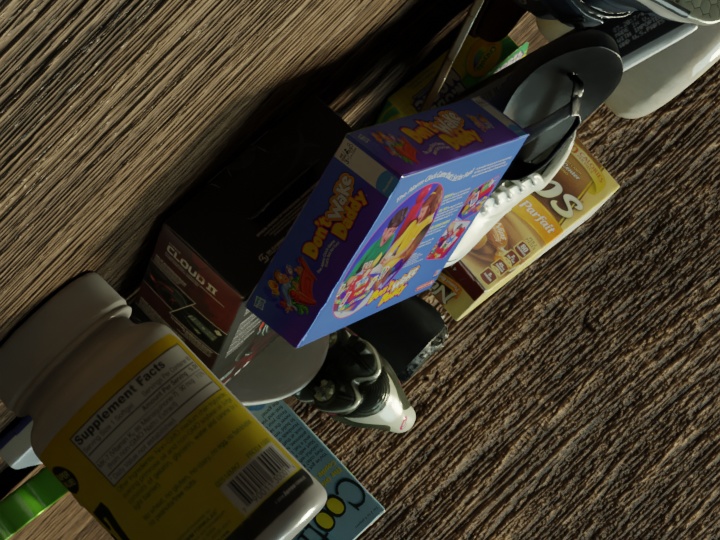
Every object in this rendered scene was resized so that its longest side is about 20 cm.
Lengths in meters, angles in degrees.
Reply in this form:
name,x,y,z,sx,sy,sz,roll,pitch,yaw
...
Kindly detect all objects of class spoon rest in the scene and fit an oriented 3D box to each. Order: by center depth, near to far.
name,x,y,z,sx,sy,sz,roll,pitch,yaw
spoon rest,-0.112,0.068,1.644,0.200,0.100,0.061,-31,180,-13

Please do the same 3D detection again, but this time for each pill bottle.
name,x,y,z,sx,sy,sz,roll,pitch,yaw
pill bottle,-0.126,0.104,1.419,0.114,0.200,0.114,-44,175,-5

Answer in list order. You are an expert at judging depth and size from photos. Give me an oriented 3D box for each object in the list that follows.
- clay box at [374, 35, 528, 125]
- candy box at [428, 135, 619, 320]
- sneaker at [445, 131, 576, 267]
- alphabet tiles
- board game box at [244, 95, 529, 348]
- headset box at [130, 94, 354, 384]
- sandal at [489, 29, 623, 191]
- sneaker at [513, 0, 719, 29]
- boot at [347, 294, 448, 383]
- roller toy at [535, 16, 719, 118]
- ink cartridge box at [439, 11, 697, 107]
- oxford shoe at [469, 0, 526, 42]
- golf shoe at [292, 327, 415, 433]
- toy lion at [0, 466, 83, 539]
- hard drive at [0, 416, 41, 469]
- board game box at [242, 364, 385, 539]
name,x,y,z,sx,sy,sz,roll,pitch,yaw
clay box,0.062,-0.129,1.883,0.115,0.048,0.200,-40,173,-19
candy box,0.109,-0.057,1.917,0.200,0.115,0.055,-36,174,-41
sneaker,0.099,-0.072,1.825,0.071,0.073,0.200,-20,-159,44
alphabet tiles,0.053,-0.130,1.614,0.200,0.008,0.167,-64,-179,24
board game box,0.020,-0.034,1.501,0.135,0.045,0.200,-58,164,23
headset box,-0.070,-0.013,1.549,0.149,0.075,0.200,-43,170,-30
sandal,0.106,-0.085,1.599,0.076,0.043,0.200,19,127,-45
sneaker,0.128,-0.213,1.517,0.202,0.146,0.077,27,81,-43
boot,0.000,0.000,1.768,0.076,0.168,0.200,-42,174,-14
roller toy,0.243,-0.233,1.955,0.200,0.140,0.182,-45,-174,-15
ink cartridge box,0.144,-0.146,1.712,0.197,0.047,0.200,-30,-174,7
oxford shoe,0.155,-0.227,1.700,0.200,0.071,0.071,-44,177,26
golf shoe,-0.038,0.063,1.743,0.077,0.200,0.088,-50,133,1
toy lion,-0.241,0.166,1.894,0.192,0.069,0.200,-39,179,34
hard drive,-0.175,0.065,1.719,0.200,0.025,0.132,-44,175,2
board game box,-0.093,0.143,1.715,0.105,0.200,0.103,-42,175,-16
